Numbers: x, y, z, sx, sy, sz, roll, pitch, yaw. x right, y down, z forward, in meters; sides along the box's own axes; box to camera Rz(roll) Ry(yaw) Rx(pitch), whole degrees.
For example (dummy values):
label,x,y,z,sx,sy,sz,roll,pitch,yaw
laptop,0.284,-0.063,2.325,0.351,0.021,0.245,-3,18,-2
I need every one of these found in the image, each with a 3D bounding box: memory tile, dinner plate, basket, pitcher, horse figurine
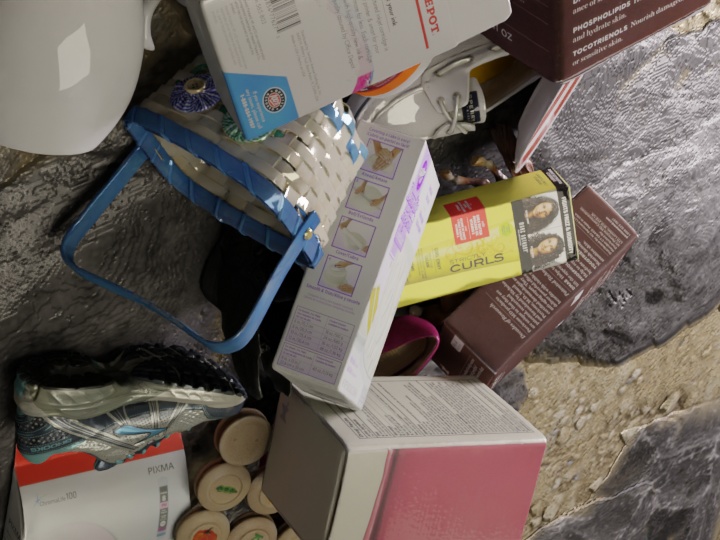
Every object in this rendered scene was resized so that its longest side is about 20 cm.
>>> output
label,x,y,z,sx,sy,sz,roll,pitch,yaw
memory tile,-0.057,0.197,1.424,0.199,0.017,0.154,13,110,-33
dinner plate,0.177,-0.173,1.377,0.201,0.024,0.200,-58,173,-11
basket,-0.105,-0.055,1.164,0.201,0.175,0.139,-59,152,-10
pitcher,-0.172,-0.181,1.039,0.170,0.121,0.202,0,111,-33
horse figurine,0.098,-0.034,1.457,0.132,0.050,0.200,32,100,-43

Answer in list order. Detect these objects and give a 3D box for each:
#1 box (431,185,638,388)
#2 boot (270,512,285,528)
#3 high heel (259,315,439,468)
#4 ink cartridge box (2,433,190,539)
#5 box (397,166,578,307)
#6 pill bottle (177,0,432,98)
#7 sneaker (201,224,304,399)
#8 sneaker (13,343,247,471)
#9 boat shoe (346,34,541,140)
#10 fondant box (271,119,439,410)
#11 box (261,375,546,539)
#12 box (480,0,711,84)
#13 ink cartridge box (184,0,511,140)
label,x,y,z,sx,sy,sz,roll,pitch,yaw
box,0.159,0.022,1.495,0.200,0.075,0.100,-40,169,-18
boot,-0.010,0.199,1.528,0.201,0.075,0.107,-52,145,2
high heel,-0.012,0.116,1.431,0.067,0.096,0.200,41,81,-16
ink cartridge box,-0.214,0.185,1.347,0.161,0.057,0.201,-10,131,-37
box,0.084,-0.025,1.387,0.198,0.050,0.076,-14,115,-7
pill bottle,-0.038,-0.200,1.152,0.199,0.109,0.110,16,109,-47
sneaker,-0.071,-0.007,1.279,0.060,0.104,0.201,-4,123,-40
sneaker,-0.187,0.112,1.293,0.198,0.078,0.087,1,115,-32
boat shoe,0.074,-0.145,1.330,0.199,0.070,0.071,-29,136,-23
fondant box,0.000,0.000,1.263,0.144,0.058,0.202,56,52,-78
box,0.035,0.164,1.365,0.198,0.128,0.110,1,112,-30
box,0.159,-0.286,1.221,0.163,0.166,0.201,-28,136,-22
ink cartridge box,-0.010,-0.183,1.049,0.199,0.068,0.116,-25,134,-8
